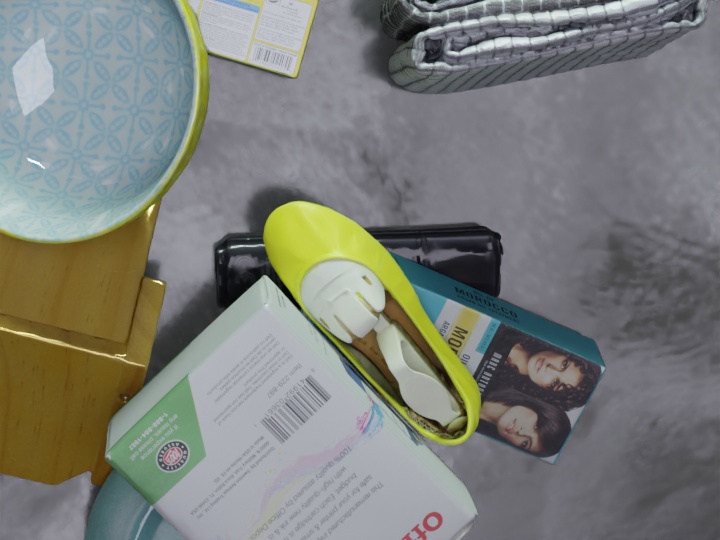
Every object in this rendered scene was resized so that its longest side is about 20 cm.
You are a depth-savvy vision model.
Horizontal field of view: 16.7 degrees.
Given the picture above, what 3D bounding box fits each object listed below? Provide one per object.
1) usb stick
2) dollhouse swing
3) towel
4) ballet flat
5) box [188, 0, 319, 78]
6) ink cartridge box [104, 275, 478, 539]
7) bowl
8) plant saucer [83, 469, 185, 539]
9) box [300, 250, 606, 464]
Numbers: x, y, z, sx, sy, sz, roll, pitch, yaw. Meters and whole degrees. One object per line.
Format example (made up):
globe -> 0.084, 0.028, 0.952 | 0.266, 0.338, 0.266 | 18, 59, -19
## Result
usb stick -> 0.000, 0.000, 1.684 | 0.198, 0.033, 0.056 | -2, 105, -6
dollhouse swing -> -0.236, 0.010, 1.660 | 0.199, 0.177, 0.182 | 13, 134, -7
towel -> 0.116, -0.176, 1.617 | 0.198, 0.166, 0.086 | -11, 90, -5
ballet flat -> 0.012, 0.038, 1.592 | 0.067, 0.067, 0.200 | -36, 110, 12
box -> -0.071, -0.241, 1.651 | 0.117, 0.048, 0.201 | 16, 95, -6
ink cartridge box -> -0.044, 0.128, 1.570 | 0.145, 0.088, 0.200 | -43, 102, 5
bowl -> -0.179, -0.119, 1.589 | 0.199, 0.108, 0.202 | 0, 91, 16
plant saucer -> -0.086, 0.195, 1.643 | 0.198, 0.036, 0.202 | -1, 96, -8
box -> 0.060, 0.054, 1.666 | 0.199, 0.049, 0.083 | 23, 107, -13
